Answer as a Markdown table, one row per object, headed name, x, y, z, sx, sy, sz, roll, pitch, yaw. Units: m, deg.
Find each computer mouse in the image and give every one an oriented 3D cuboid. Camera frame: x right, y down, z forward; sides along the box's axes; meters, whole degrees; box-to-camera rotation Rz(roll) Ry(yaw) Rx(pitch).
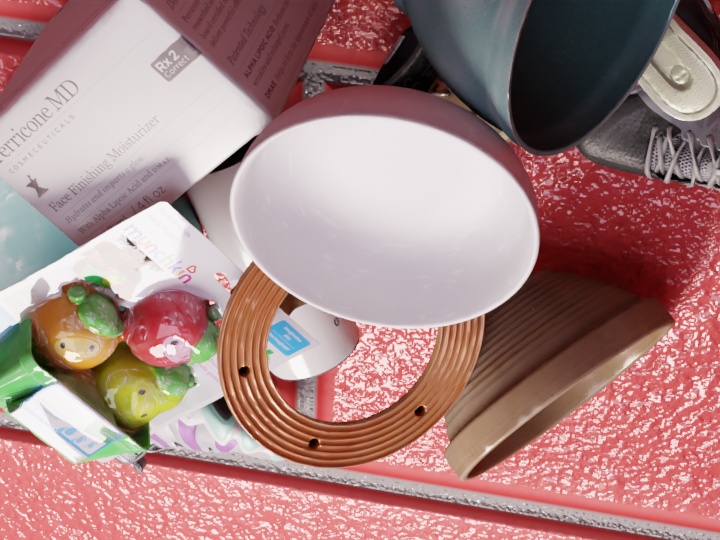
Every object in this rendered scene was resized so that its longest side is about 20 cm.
| name | x | y | z | sx | sy | sz | roll | pitch | yaw |
| --- | --- | --- | --- | --- | --- | --- | --- | --- | --- |
| computer mouse | 0.089 | -0.149 | 1.416 | 0.140 | 0.046 | 0.200 | 17 | 131 | -19 |

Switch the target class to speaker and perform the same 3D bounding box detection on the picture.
| name | x | y | z | sx | sy | sz | roll | pitch | yaw |
| --- | --- | --- | --- | --- | --- | --- | --- | --- | --- |
| speaker | -0.070 | -0.016 | 1.524 | 0.081 | 0.081 | 0.200 | -11 | 122 | 21 |

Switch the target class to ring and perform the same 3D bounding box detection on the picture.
| name | x | y | z | sx | sy | sz | roll | pitch | yaw |
| --- | --- | --- | --- | --- | --- | --- | --- | --- | --- |
| ring | -0.007 | 0.045 | 1.381 | 0.200 | 0.019 | 0.201 | -9 | 115 | -20 |

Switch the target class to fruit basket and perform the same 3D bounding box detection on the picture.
| name | x | y | z | sx | sy | sz | roll | pitch | yaw |
| --- | --- | --- | --- | --- | --- | --- | --- | --- | --- |
| fruit basket | -0.160 | 0.053 | 1.373 | 0.200 | 0.094 | 0.185 | -24 | 134 | 23 |

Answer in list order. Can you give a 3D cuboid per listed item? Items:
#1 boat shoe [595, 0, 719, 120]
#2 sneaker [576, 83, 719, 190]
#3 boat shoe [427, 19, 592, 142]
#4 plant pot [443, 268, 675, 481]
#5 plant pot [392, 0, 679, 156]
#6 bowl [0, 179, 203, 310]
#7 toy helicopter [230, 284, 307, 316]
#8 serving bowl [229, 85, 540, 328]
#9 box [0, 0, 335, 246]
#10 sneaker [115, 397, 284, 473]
| name | x | y | z | sx | sy | sz | roll | pitch | yaw |
| --- | --- | --- | --- | --- | --- | --- | --- | --- | --- |
| boat shoe | 0.187 | -0.196 | 1.342 | 0.072 | 0.068 | 0.200 | -31 | 98 | 40 |
| sneaker | 0.244 | -0.078 | 1.375 | 0.200 | 0.116 | 0.075 | 0 | 125 | 14 |
| boat shoe | 0.078 | -0.116 | 1.371 | 0.200 | 0.072 | 0.065 | -21 | 118 | 20 |
| plant pot | 0.131 | 0.064 | 1.484 | 0.201 | 0.201 | 0.093 | -45 | 75 | 35 |
| plant pot | 0.102 | -0.191 | 1.242 | 0.134 | 0.200 | 0.201 | 32 | 133 | 28 |
| bowl | -0.195 | -0.014 | 1.519 | 0.201 | 0.105 | 0.201 | 23 | 131 | 29 |
| toy helicopter | 0.000 | 0.000 | 1.442 | 0.200 | 0.132 | 0.079 | -23 | 126 | -20 |
| serving bowl | 0.019 | -0.050 | 1.269 | 0.200 | 0.066 | 0.200 | 7 | 139 | 6 |
| box | -0.140 | -0.147 | 1.370 | 0.131 | 0.200 | 0.199 | 42 | 127 | -16 |
| sneaker | -0.157 | 0.131 | 1.662 | 0.200 | 0.078 | 0.140 | 30 | 129 | 4 |
